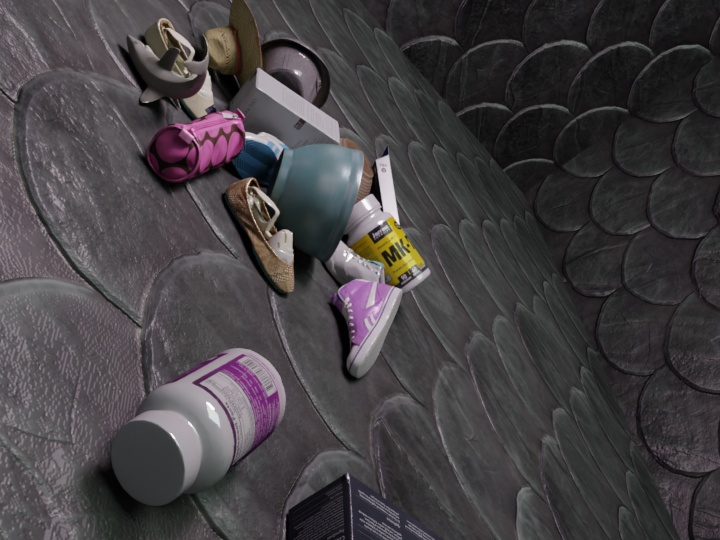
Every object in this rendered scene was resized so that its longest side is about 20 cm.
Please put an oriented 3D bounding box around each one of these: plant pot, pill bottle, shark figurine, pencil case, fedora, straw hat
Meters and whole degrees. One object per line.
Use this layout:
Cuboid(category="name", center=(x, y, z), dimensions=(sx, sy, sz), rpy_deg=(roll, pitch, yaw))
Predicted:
Cuboid(category="plant pot", center=(-0.091, -0.132, 1.282), dimensions=(0.132, 0.202, 0.202), rpy_deg=(19, 32, -13))
Cuboid(category="pill bottle", center=(-0.164, 0.160, 0.774), dimensions=(0.113, 0.112, 0.200), rpy_deg=(56, 21, 3))
Cuboid(category="shark figurine", center=(-0.299, -0.289, 1.158), dimensions=(0.089, 0.212, 0.130), rpy_deg=(-40, 131, -32))
Cuboid(category="pill bottle", center=(0.043, -0.044, 1.509), dimensions=(0.202, 0.114, 0.114), rpy_deg=(55, 21, 0))
Cuboid(category="pencil case", center=(-0.245, -0.197, 1.145), dimensions=(0.091, 0.093, 0.200), rpy_deg=(51, 22, -9))
Cuboid(category="fedora", center=(-0.149, -0.355, 1.476), dimensions=(0.173, 0.201, 0.092), rpy_deg=(13, 52, -7))
Cuboid(category="straw hat", center=(-0.261, -0.422, 1.436), dimensions=(0.084, 0.202, 0.204), rpy_deg=(-11, 61, -24))
Cuboid(category="plant pot", center=(-0.035, -0.219, 1.627), dimensions=(0.201, 0.092, 0.202), rpy_deg=(46, 23, -25))

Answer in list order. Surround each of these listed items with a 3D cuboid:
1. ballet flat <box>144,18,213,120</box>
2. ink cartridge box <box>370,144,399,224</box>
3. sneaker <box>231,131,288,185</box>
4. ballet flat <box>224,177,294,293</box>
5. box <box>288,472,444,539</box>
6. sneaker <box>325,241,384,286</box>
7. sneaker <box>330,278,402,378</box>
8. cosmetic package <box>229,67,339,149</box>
Cuboid(category="ballet flat", center=(-0.298, -0.342, 1.278), dimensions=(0.202, 0.069, 0.069), rpy_deg=(56, 21, 0))
Cuboid(category="ink cartridge box", center=(0.045, -0.168, 1.653), dimensions=(0.038, 0.100, 0.204), rpy_deg=(0, 65, -15))
Cuboid(category="sneaker", center=(-0.180, -0.207, 1.337), dimensions=(0.081, 0.076, 0.199), rpy_deg=(54, 13, 20))
Cuboid(category="ballet flat", center=(-0.148, -0.062, 1.191), dimensions=(0.202, 0.065, 0.070), rpy_deg=(58, 21, 7))
Cuboid(category="box", center=(0.016, 0.373, 0.858), dimensions=(0.200, 0.103, 0.184), rpy_deg=(42, 24, -30))
Cuboid(category="sneaker", center=(0.000, 0.000, 1.387), dimensions=(0.202, 0.088, 0.075), rpy_deg=(57, 23, 5))
Cuboid(category="sneaker", center=(-0.010, 0.093, 1.282), dimensions=(0.112, 0.074, 0.202), rpy_deg=(19, 43, 9))
Cuboid(category="cosmetic package", center=(-0.144, -0.282, 1.426), dimensions=(0.198, 0.101, 0.075), rpy_deg=(27, 38, -31))
